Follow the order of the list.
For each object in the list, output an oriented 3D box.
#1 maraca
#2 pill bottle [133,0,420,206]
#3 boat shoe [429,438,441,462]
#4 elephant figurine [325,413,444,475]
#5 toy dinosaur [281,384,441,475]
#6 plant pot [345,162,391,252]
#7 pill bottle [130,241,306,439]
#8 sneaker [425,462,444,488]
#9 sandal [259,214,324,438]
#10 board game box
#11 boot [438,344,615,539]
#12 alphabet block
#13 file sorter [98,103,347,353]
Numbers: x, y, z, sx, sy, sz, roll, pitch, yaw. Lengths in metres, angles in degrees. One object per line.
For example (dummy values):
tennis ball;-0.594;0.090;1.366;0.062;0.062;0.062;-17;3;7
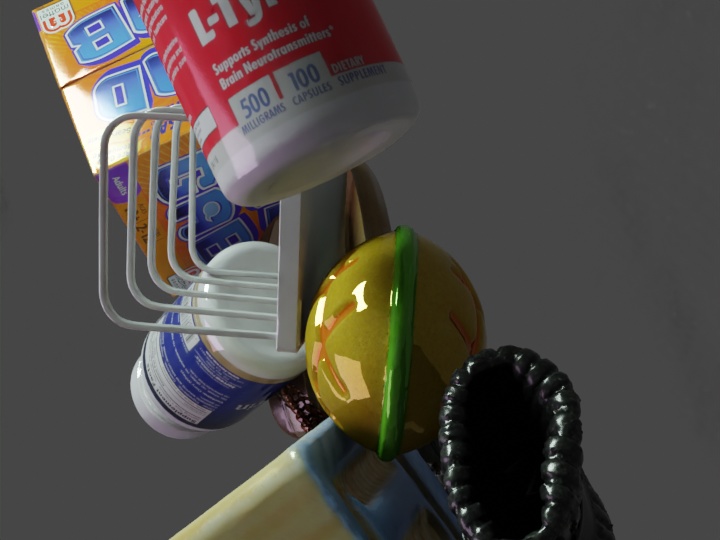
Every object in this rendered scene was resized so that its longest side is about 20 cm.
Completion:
maraca;0.020;0.041;0.667;0.200;0.106;0.139;-91;9;-86
pill bottle;-0.058;-0.144;0.560;0.112;0.112;0.201;109;136;-84
boat shoe;0.098;0.171;0.692;0.072;0.070;0.201;100;145;-82
elephant figurine;0.024;0.127;1.073;0.200;0.140;0.157;37;-126;-66
toy dinosaur;0.012;0.175;0.924;0.136;0.199;0.103;-33;38;53
plant pot;0.000;0.000;0.877;0.200;0.027;0.202;175;90;-79
pill bottle;-0.118;0.067;0.926;0.200;0.115;0.116;-40;72;50
sneaker;0.052;0.219;0.793;0.199;0.116;0.076;38;-179;13
sandal;-0.053;0.048;0.979;0.080;0.054;0.202;-2;96;50
board game box;-0.141;-0.142;0.980;0.200;0.199;0.201;71;172;-59
boot;0.100;0.154;0.527;0.158;0.079;0.212;72;172;-59
alphabet block;-0.033;0.223;0.688;0.197;0.200;0.195;54;-166;7
file sorter;-0.081;-0.042;0.729;0.200;0.123;0.140;-54;-33;-77
